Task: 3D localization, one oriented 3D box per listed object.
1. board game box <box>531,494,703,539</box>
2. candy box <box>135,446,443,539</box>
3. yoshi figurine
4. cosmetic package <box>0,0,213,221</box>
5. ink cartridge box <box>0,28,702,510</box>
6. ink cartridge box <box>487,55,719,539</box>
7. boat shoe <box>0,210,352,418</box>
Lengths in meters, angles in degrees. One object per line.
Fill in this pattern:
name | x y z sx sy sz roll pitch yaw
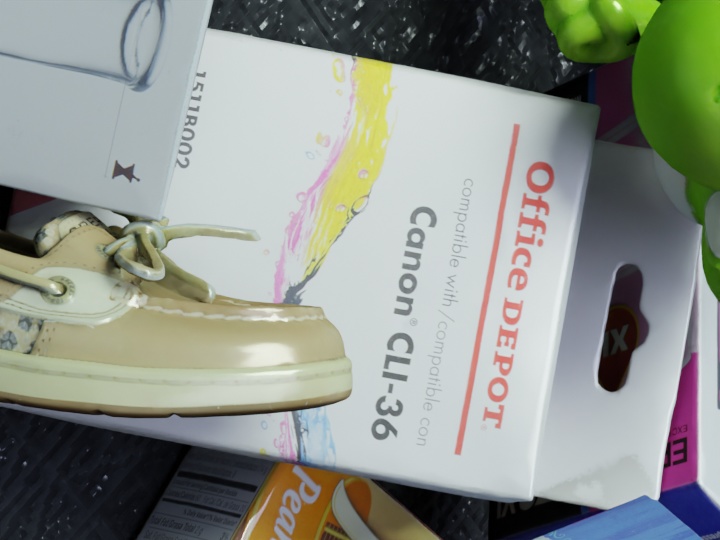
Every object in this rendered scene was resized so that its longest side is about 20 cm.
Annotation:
board game box | 0.020 0.190 0.823 0.198 0.043 0.201 -19 115 -16
candy box | -0.043 0.157 0.873 0.115 0.055 0.200 42 68 -31
yoshi figurine | 0.107 -0.082 0.801 0.112 0.112 0.201 22 43 -30
cosmetic package | -0.100 -0.126 0.722 0.150 0.052 0.201 12 110 -6
ink cartridge box | 0.000 0.000 0.823 0.199 0.067 0.117 10 86 0
ink cartridge box | 0.083 0.029 0.900 0.037 0.095 0.201 18 63 -37
boat shoe | -0.098 0.002 0.753 0.199 0.073 0.063 8 88 3
